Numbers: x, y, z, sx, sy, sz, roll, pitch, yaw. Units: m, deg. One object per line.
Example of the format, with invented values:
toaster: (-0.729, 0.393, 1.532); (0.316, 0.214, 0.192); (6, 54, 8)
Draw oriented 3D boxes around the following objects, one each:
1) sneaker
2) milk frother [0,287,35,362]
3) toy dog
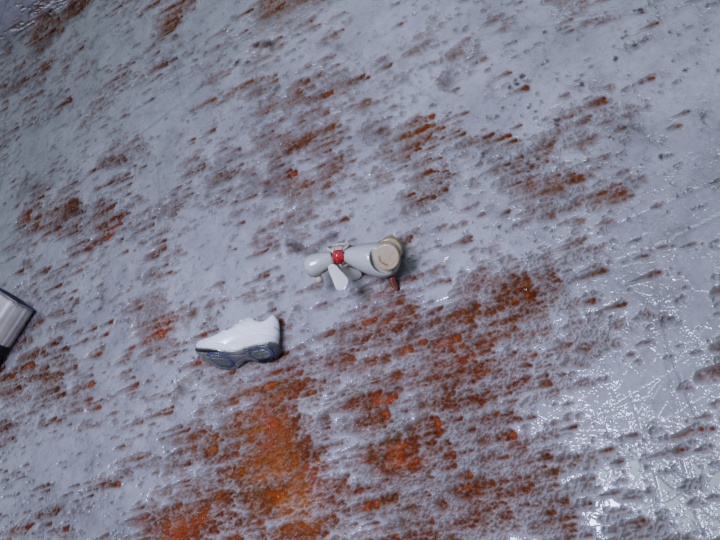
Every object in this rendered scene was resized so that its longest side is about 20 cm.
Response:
sneaker: (-0.241, 0.142, 1.629); (0.196, 0.075, 0.088); (-8, 49, 21)
milk frother: (-0.942, 0.121, 1.988); (0.179, 0.200, 0.190); (22, 77, 42)
toy dog: (0.000, 0.000, 1.530); (0.197, 0.131, 0.099); (-6, 101, 34)
